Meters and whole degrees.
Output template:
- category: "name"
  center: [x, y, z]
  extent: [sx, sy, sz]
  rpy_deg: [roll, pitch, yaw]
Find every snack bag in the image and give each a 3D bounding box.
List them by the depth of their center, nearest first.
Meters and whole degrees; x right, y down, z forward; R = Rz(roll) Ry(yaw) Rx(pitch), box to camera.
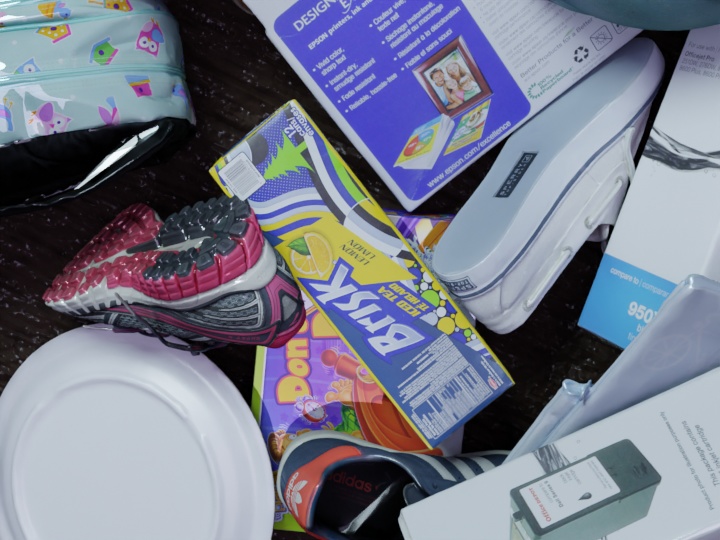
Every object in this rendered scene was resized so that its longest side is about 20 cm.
- category: "snack bag"
  center: [0.182, 0.081, 0.706]
  extent: [0.187, 0.022, 0.201]
  rpy_deg: [11, 129, -30]

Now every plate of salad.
- category: "plate of salad"
  center: [-0.142, 0.132, 0.794]
  extent: [0.197, 0.048, 0.203]
  rpy_deg: [2, 96, 19]

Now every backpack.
- category: "backpack"
  center: [-0.194, -0.097, 0.721]
  extent: [0.197, 0.167, 0.128]
  rpy_deg: [-14, 96, -6]

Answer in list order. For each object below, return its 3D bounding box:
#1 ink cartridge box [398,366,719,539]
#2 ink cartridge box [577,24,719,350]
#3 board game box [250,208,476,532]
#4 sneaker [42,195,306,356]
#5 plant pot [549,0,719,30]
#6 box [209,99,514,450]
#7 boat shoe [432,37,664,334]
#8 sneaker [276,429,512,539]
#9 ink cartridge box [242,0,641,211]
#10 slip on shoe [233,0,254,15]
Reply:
- category: "ink cartridge box"
  center: [0.136, 0.153, 0.681]
  extent: [0.198, 0.085, 0.147]
  rpy_deg: [-24, 139, 3]
- category: "ink cartridge box"
  center: [0.234, -0.034, 0.744]
  extent: [0.143, 0.084, 0.202]
  rpy_deg: [15, 98, -32]
- category: "board game box"
  center: [0.000, 0.062, 0.798]
  extent: [0.132, 0.045, 0.203]
  rpy_deg: [5, 98, -2]
- category: "sneaker"
  center: [-0.112, 0.013, 0.727]
  extent: [0.081, 0.199, 0.075]
  rpy_deg: [-51, 120, -26]
- category: "plant pot"
  center: [0.174, -0.207, 0.639]
  extent: [0.198, 0.134, 0.203]
  rpy_deg: [-11, 122, -19]
- category: "box"
  center: [0.000, 0.000, 0.731]
  extent: [0.064, 0.070, 0.201]
  rpy_deg: [-37, 97, 2]
- category: "boat shoe"
  center: [0.129, -0.044, 0.761]
  extent: [0.086, 0.074, 0.203]
  rpy_deg: [49, 66, -29]
- category: "sneaker"
  center: [0.050, 0.144, 0.744]
  extent: [0.197, 0.085, 0.076]
  rpy_deg: [7, 98, -8]
- category: "ink cartridge box"
  center: [0.050, -0.163, 0.723]
  extent: [0.197, 0.044, 0.200]
  rpy_deg: [-37, 127, 6]
- category: "slip on shoe"
  center: [0.011, -0.208, 0.751]
  extent: [0.198, 0.061, 0.077]
  rpy_deg: [-21, 129, 3]
